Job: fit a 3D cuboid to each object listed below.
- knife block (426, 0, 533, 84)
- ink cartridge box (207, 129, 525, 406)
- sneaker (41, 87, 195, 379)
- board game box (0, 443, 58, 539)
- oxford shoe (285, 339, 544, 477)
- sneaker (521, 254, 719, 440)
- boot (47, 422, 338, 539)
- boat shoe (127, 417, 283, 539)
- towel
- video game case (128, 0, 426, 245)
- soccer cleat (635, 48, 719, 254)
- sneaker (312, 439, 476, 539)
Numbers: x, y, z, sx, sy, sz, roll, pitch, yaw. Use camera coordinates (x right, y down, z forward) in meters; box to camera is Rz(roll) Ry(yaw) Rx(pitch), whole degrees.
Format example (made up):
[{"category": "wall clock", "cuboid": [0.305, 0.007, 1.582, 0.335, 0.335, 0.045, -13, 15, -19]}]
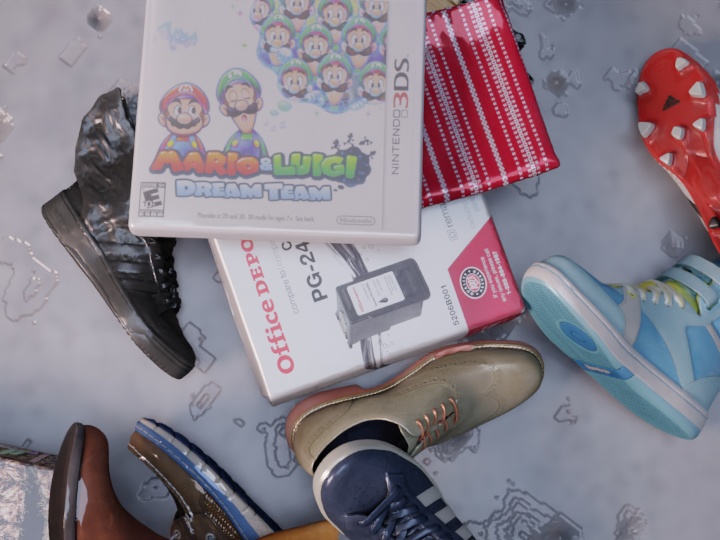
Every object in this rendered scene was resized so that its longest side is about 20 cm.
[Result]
[{"category": "knife block", "cuboid": [0.027, -0.169, 1.079, 0.199, 0.064, 0.176, -2, 85, -4]}, {"category": "ink cartridge box", "cuboid": [0.000, 0.000, 1.053, 0.199, 0.083, 0.146, -20, 86, -5]}, {"category": "sneaker", "cuboid": [-0.159, -0.026, 1.057, 0.104, 0.060, 0.200, -38, 85, -1]}, {"category": "board game box", "cuboid": [-0.303, 0.198, 1.010, 0.199, 0.097, 0.160, 12, 84, -3]}, {"category": "oxford shoe", "cuboid": [0.047, 0.110, 1.042, 0.199, 0.074, 0.071, -21, 114, -4]}, {"category": "sneaker", "cuboid": [0.210, 0.021, 1.050, 0.200, 0.079, 0.131, 42, 78, -31]}, {"category": "boot", "cuboid": [-0.105, 0.189, 0.965, 0.199, 0.068, 0.189, -4, 80, -22]}, {"category": "boat shoe", "cuboid": [-0.104, 0.193, 1.036, 0.200, 0.072, 0.072, 45, 85, 1]}, {"category": "towel", "cuboid": [0.027, -0.112, 1.019, 0.199, 0.022, 0.145, -15, 76, -4]}, {"category": "video game case", "cuboid": [-0.055, -0.110, 0.993, 0.199, 0.024, 0.183, 2, 75, 0]}, {"category": "soccer cleat", "cuboid": [0.273, -0.080, 1.091, 0.069, 0.085, 0.200, -36, 64, 26]}, {"category": "sneaker", "cuboid": [0.046, 0.195, 0.995, 0.075, 0.085, 0.200, -45, 123, 1]}]
